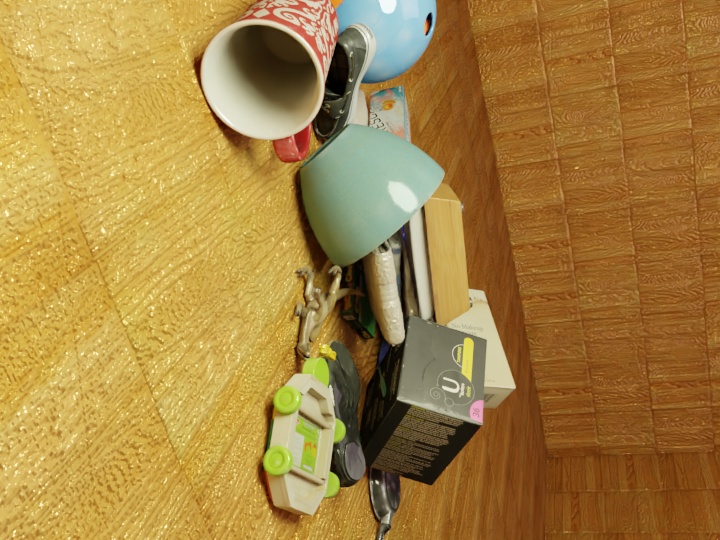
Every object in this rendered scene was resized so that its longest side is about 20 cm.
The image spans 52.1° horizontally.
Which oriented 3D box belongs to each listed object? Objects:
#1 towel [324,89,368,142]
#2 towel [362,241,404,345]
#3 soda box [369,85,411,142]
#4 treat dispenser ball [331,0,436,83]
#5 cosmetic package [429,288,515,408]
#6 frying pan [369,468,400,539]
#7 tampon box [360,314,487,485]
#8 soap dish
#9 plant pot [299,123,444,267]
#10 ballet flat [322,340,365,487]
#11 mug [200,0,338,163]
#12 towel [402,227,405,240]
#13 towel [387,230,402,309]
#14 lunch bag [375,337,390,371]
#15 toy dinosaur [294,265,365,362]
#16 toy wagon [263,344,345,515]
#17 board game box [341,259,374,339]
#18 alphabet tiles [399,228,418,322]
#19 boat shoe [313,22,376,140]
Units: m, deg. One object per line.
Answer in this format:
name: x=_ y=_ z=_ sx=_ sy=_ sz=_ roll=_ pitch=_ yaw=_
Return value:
towel: x=-0.017 y=-0.232 z=1.209 sx=0.200 sy=0.034 sz=0.133 roll=-41 pitch=123 yaw=-68
towel: x=0.031 y=0.019 z=1.064 sx=0.200 sy=0.034 sz=0.133 roll=-115 pitch=-166 yaw=-76
soda box: x=0.052 y=-0.236 z=1.277 sx=0.200 sy=0.064 sz=0.068 roll=-89 pitch=166 yaw=-46
treat dispenser ball: x=0.011 y=-0.377 z=1.084 sx=0.201 sy=0.201 sz=0.201 roll=-7 pitch=90 yaw=-71
cosmetic package: x=0.177 y=0.128 z=1.246 sx=0.073 sy=0.103 sz=0.200 roll=122 pitch=-34 yaw=-44
frying pan: x=0.034 y=0.368 z=1.159 sx=0.190 sy=0.031 sz=0.115 roll=-76 pitch=151 yaw=-53
tampon box: x=0.088 y=0.194 z=1.082 sx=0.200 sy=0.126 sz=0.150 roll=115 pitch=-10 yaw=-47
soap dish: x=0.114 y=-0.034 z=1.118 sx=0.157 sy=0.081 sz=0.200 roll=-97 pitch=179 yaw=-73
plant pot: x=-0.005 y=-0.120 z=1.010 sx=0.135 sy=0.200 sz=0.200 roll=47 pitch=29 yaw=-13
ballet flat: x=-0.034 y=0.194 z=1.009 sx=0.066 sy=0.057 sz=0.200 roll=13 pitch=63 yaw=-41
mug: x=-0.100 y=-0.240 z=0.871 sx=0.200 sy=0.133 sz=0.178 roll=-79 pitch=-171 yaw=-53
towel: x=0.103 y=-0.084 z=1.455 sx=0.200 sy=0.050 sz=0.148 roll=52 pitch=25 yaw=-57
towel: x=0.050 y=-0.005 z=1.199 sx=0.147 sy=0.024 sz=0.200 roll=-106 pitch=-172 yaw=-52
lunch bag: x=0.117 y=0.168 z=1.310 sx=0.200 sy=0.124 sz=0.170 roll=37 pitch=40 yaw=-20
toy dinosaur: x=-0.054 y=0.043 z=0.998 sx=0.200 sy=0.058 sz=0.101 roll=-52 pitch=147 yaw=-55
toy wagon: x=-0.063 y=0.187 z=0.890 sx=0.155 sy=0.040 sz=0.200 roll=53 pitch=39 yaw=-57
board game box: x=0.000 y=0.000 z=1.194 sx=0.105 sy=0.023 sz=0.200 roll=56 pitch=32 yaw=-58
alphabet tiles: x=0.074 y=0.028 z=1.208 sx=0.196 sy=0.015 sz=0.200 roll=86 pitch=-3 yaw=-45
boat shoe: x=-0.037 y=-0.256 z=1.029 sx=0.057 sy=0.069 sz=0.200 roll=-37 pitch=163 yaw=-36
